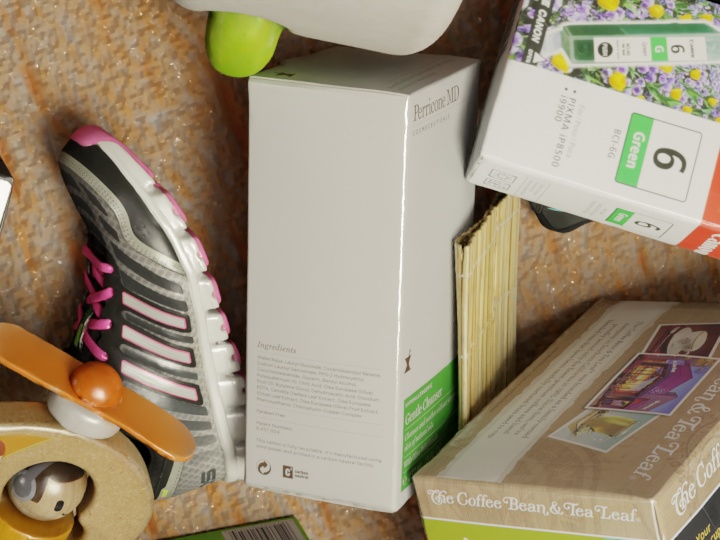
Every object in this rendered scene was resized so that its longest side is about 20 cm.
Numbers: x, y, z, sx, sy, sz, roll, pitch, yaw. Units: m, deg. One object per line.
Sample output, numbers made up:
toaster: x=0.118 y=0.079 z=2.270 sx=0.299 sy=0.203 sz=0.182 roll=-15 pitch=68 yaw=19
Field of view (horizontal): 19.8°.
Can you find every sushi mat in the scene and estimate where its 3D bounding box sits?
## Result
sushi mat: x=0.064 y=0.061 z=1.042 sx=0.012 sy=0.096 sz=0.200 roll=7 pitch=113 yaw=20

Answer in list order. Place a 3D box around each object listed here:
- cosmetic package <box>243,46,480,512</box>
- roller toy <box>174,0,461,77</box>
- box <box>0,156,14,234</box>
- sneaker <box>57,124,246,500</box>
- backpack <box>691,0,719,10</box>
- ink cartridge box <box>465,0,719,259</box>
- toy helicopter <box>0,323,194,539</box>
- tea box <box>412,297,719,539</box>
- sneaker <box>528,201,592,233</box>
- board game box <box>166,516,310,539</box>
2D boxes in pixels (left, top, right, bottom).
cosmetic package: x=0.000 y=0.000 z=0.986 sx=0.085 sy=0.108 sz=0.200 roll=9 pitch=109 yaw=21
roller toy: x=-0.003 y=-0.191 z=0.890 sx=0.139 sy=0.200 sz=0.183 roll=12 pitch=63 yaw=-9
box: x=-0.256 y=-0.060 z=0.875 sx=0.200 sy=0.158 sz=0.048 roll=15 pitch=101 yaw=-21
sneaker: x=-0.113 y=0.030 z=0.989 sx=0.087 sy=0.074 sz=0.200 roll=-26 pitch=116 yaw=-15
backpack: x=0.192 y=-0.200 z=0.960 sx=0.200 sy=0.183 sz=0.147 roll=28 pitch=75 yaw=-30
ink cartridge box: x=0.160 y=-0.069 z=0.977 sx=0.200 sy=0.050 sz=0.109 roll=17 pitch=76 yaw=-2
toy helicopter: x=-0.166 y=0.070 z=0.911 sx=0.132 sy=0.079 sz=0.200 roll=-33 pitch=130 yaw=15
tea box: x=0.149 y=0.142 z=1.021 sx=0.200 sy=0.133 sz=0.197 roll=-37 pitch=121 yaw=-47
sneaker: x=0.173 y=-0.075 z=1.058 sx=0.200 sy=0.075 sz=0.079 roll=-13 pitch=124 yaw=-8
board game box: x=-0.115 y=0.166 z=1.017 sx=0.200 sy=0.096 sz=0.030 roll=-6 pitch=108 yaw=-15
